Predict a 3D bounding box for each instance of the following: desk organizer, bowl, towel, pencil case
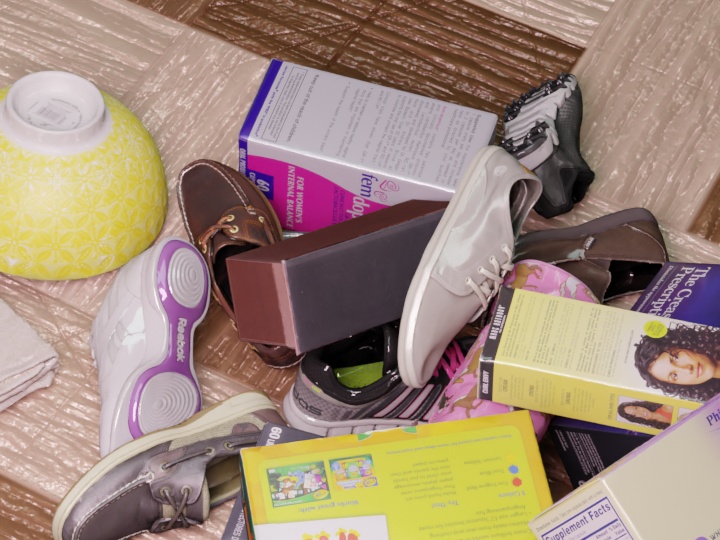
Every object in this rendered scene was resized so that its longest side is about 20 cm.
[{"bbox_3d":[0.000,0.000,1.528,0.200,0.072,0.077,-18,15,-38],"label":"desk organizer"},{"bbox_3d":[-0.254,-0.099,1.645,0.199,0.108,0.201,6,43,-6],"label":"bowl"},{"bbox_3d":[-0.342,0.050,1.576,0.132,0.035,0.200,-31,57,-28],"label":"towel"},{"bbox_3d":[0.107,0.085,1.491,0.086,0.083,0.200,36,58,-4],"label":"pencil case"}]

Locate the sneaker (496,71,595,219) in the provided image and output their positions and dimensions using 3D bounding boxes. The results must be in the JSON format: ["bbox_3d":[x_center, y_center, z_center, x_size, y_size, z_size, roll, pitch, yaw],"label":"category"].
[{"bbox_3d":[0.165,-0.103,1.723,0.066,0.091,0.200,-24,18,23],"label":"sneaker"}]

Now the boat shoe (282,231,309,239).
[{"bbox_3d":[-0.006,-0.010,1.630,0.199,0.062,0.073,9,51,4],"label":"boat shoe"}]

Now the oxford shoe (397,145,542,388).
[{"bbox_3d":[0.082,-0.002,1.497,0.058,0.075,0.201,19,71,21],"label":"oxford shoe"}]

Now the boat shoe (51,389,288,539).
[{"bbox_3d":[-0.132,0.156,1.474,0.200,0.072,0.066,-28,51,-30],"label":"boat shoe"}]

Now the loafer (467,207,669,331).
[{"bbox_3d":[0.172,0.006,1.621,0.199,0.073,0.071,-21,53,-21],"label":"loafer"}]

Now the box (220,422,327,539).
[{"bbox_3d":[0.008,0.205,1.417,0.199,0.106,0.123,14,52,7],"label":"box"}]

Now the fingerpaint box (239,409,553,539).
[{"bbox_3d":[0.030,0.192,1.315,0.199,0.073,0.167,-8,57,-8],"label":"fingerpaint box"}]

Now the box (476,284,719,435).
[{"bbox_3d":[0.187,0.070,1.416,0.199,0.050,0.075,10,50,10],"label":"box"}]

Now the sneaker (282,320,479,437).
[{"bbox_3d":[0.039,0.076,1.543,0.199,0.088,0.074,-7,50,-11],"label":"sneaker"}]

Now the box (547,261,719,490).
[{"bbox_3d":[0.256,0.084,1.521,0.141,0.079,0.200,6,42,40],"label":"box"}]

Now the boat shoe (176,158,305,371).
[{"bbox_3d":[-0.094,-0.011,1.589,0.070,0.070,0.200,-38,66,12],"label":"boat shoe"}]

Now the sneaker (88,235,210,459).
[{"bbox_3d":[-0.171,0.076,1.551,0.075,0.099,0.201,29,59,-36],"label":"sneaker"}]

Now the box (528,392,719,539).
[{"bbox_3d":[0.240,0.192,1.269,0.176,0.097,0.200,-28,82,-34],"label":"box"}]

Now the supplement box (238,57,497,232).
[{"bbox_3d":[0.005,-0.088,1.673,0.199,0.101,0.104,13,50,8],"label":"supplement box"}]
